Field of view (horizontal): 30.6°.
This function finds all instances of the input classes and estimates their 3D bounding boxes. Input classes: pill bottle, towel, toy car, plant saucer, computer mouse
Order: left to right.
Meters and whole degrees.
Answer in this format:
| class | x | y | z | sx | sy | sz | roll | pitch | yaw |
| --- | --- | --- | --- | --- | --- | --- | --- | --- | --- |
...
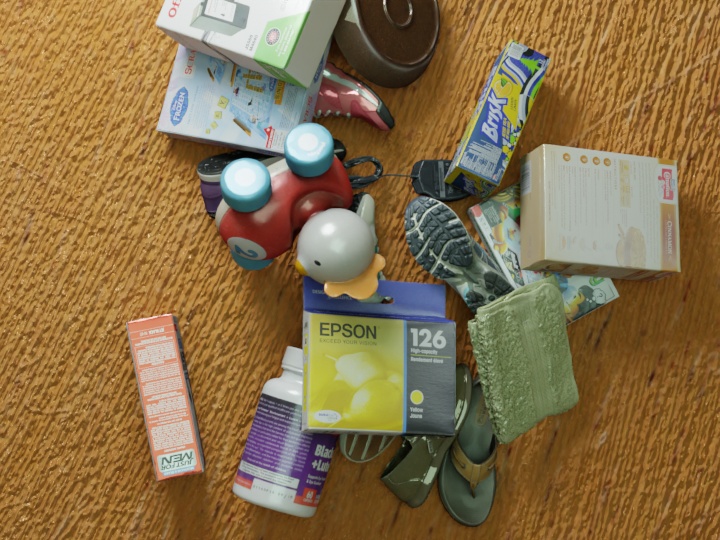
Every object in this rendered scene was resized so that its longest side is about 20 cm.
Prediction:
| class | x | y | z | sx | sy | sz | roll | pitch | yaw |
| --- | --- | --- | --- | --- | --- | --- | --- | --- | --- |
| pill bottle | -0.083 | 0.204 | 1.678 | 0.111 | 0.111 | 0.200 | 17 | 85 | -4 |
| toy car | -0.060 | -0.037 | 1.606 | 0.177 | 0.184 | 0.200 | -30 | 66 | -15 |
| plant saucer | 0.040 | -0.338 | 1.705 | 0.200 | 0.034 | 0.201 | 8 | 78 | -44 |
| computer mouse | 0.059 | -0.120 | 1.745 | 0.199 | 0.034 | 0.059 | 3 | 76 | -10 |
| towel | 0.214 | 0.115 | 1.698 | 0.148 | 0.036 | 0.200 | -25 | 116 | -27 |

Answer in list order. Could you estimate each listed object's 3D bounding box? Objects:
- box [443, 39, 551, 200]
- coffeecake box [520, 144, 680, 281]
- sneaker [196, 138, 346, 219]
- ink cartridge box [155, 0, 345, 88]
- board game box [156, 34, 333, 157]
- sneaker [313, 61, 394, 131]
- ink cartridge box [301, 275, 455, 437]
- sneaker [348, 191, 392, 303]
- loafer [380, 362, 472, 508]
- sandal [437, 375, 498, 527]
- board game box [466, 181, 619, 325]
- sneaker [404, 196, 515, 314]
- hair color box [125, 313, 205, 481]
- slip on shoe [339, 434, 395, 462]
| class | x | y | z | sx | sy | sz | roll | pitch | yaw |
| --- | --- | --- | --- | --- | --- | --- | --- | --- | --- |
| box | 0.181 | -0.198 | 1.733 | 0.064 | 0.070 | 0.200 | 26 | 73 | -4 |
| coffeecake box | 0.314 | -0.073 | 1.724 | 0.200 | 0.073 | 0.154 | 5 | 78 | -19 |
| sneaker | -0.113 | -0.119 | 1.728 | 0.200 | 0.076 | 0.088 | -15 | 118 | -15 |
| ink cartridge box | -0.134 | -0.330 | 1.634 | 0.200 | 0.084 | 0.146 | 21 | 88 | 24 |
| board game box | -0.146 | -0.255 | 1.695 | 0.199 | 0.041 | 0.200 | 13 | 85 | 22 |
| sneaker | -0.048 | -0.229 | 1.738 | 0.200 | 0.074 | 0.087 | 34 | 93 | 4 |
| ink cartridge box | 0.024 | 0.106 | 1.649 | 0.197 | 0.047 | 0.201 | 4 | 79 | -18 |
| sneaker | 0.000 | 0.000 | 1.731 | 0.093 | 0.070 | 0.200 | 18 | 79 | -27 |
| loafer | 0.086 | 0.209 | 1.713 | 0.067 | 0.076 | 0.200 | 23 | 84 | -10 |
| sandal | 0.155 | 0.236 | 1.729 | 0.082 | 0.055 | 0.200 | 16 | 85 | -4 |
| board game box | 0.244 | -0.023 | 1.763 | 0.126 | 0.035 | 0.200 | -28 | 90 | -8 |
| sneaker | 0.126 | -0.015 | 1.725 | 0.078 | 0.086 | 0.200 | -37 | 100 | 9 |
| hair color box | -0.245 | 0.158 | 1.666 | 0.064 | 0.111 | 0.201 | -10 | 88 | -6 |
| slip on shoe | 0.023 | 0.152 | 1.719 | 0.076 | 0.061 | 0.200 | 20 | 88 | -23 |
